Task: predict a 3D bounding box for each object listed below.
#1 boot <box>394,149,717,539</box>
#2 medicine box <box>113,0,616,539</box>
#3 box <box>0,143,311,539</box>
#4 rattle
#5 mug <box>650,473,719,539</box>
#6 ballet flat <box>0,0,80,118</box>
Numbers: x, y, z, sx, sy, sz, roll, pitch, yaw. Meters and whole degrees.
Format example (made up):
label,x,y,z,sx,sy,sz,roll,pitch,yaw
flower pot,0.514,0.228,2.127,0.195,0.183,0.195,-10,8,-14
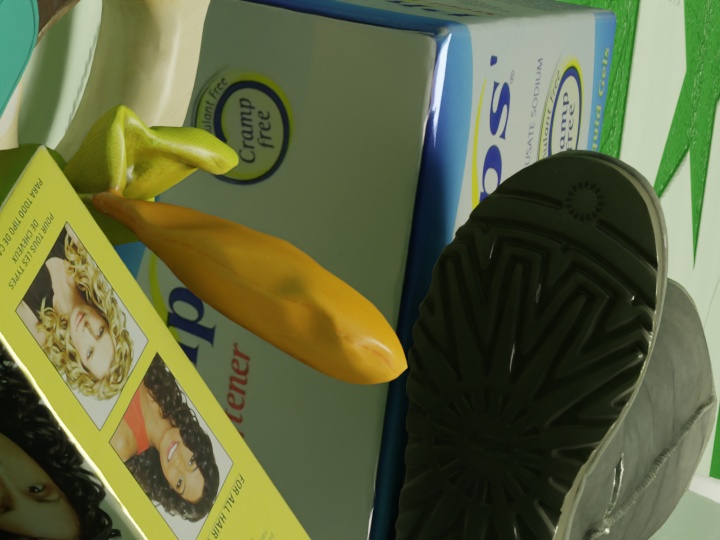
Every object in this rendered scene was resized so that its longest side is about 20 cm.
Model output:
label,x,y,z,sx,sy,sz,roll,pitch,yaw
boot,0.076,0.033,0.879,0.200,0.072,0.183,-23,136,-61
medicine box,0.000,0.000,0.910,0.200,0.102,0.183,-20,119,-70
box,-0.064,0.063,0.693,0.200,0.075,0.050,57,41,-32
rattle,-0.029,-0.082,0.731,0.201,0.142,0.131,-60,136,-32
mug,0.208,0.217,1.632,0.200,0.147,0.176,-145,-108,-77
ballet flat,-0.091,-0.077,0.635,0.200,0.065,0.071,-56,160,-33
